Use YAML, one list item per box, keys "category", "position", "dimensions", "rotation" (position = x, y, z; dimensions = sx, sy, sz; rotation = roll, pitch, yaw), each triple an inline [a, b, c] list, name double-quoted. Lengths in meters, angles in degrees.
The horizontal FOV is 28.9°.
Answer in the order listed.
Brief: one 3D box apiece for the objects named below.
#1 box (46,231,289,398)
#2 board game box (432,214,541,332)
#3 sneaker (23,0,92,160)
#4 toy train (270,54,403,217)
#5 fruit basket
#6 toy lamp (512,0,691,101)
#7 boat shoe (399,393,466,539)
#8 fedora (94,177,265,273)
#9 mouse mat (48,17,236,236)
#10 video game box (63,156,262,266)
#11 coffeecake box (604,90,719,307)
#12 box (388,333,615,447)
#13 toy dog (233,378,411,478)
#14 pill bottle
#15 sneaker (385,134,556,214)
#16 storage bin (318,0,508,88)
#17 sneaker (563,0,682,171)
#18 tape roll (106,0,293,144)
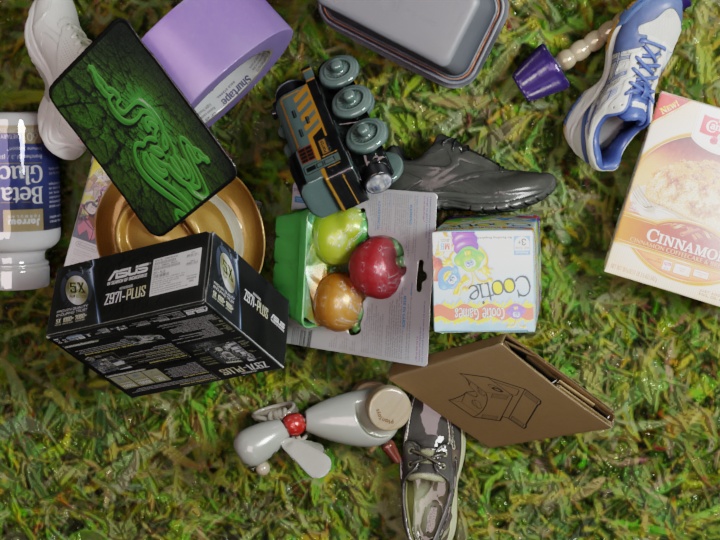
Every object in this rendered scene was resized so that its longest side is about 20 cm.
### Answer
- category: "box"
  position: [-0.202, 0.051, 1.484]
  dimensions: [0.200, 0.164, 0.086]
  rotation: [-13, 56, 24]
- category: "board game box"
  position: [0.136, -0.001, 1.474]
  dimensions: [0.105, 0.200, 0.103]
  rotation: [-1, 97, 9]
- category: "sneaker"
  position: [-0.311, -0.229, 1.556]
  dimensions: [0.099, 0.078, 0.200]
  rotation: [-20, 77, 31]
- category: "toy train"
  position: [-0.030, -0.148, 1.503]
  dimensions: [0.114, 0.085, 0.200]
  rotation: [-24, 51, 3]
- category: "fruit basket"
  position: [0.000, 0.000, 1.522]
  dimensions: [0.200, 0.094, 0.186]
  rotation: [6, 96, 32]
- category: "toy lamp"
  position: [0.255, -0.251, 1.500]
  dimensions: [0.200, 0.058, 0.058]
  rotation: [-33, 91, 9]
- category: "boat shoe"
  position: [0.080, 0.226, 1.579]
  dimensions: [0.072, 0.066, 0.201]
  rotation: [2, 97, 11]
- category: "fedora"
  position: [-0.206, -0.034, 1.537]
  dimensions: [0.200, 0.082, 0.201]
  rotation: [1, 98, 7]
- category: "mouse mat"
  position: [-0.228, -0.144, 1.440]
  dimensions: [0.161, 0.008, 0.200]
  rotation: [-33, 96, 41]
- category: "video game box"
  position: [-0.234, -0.023, 1.609]
  dimensions: [0.200, 0.047, 0.183]
  rotation: [19, 102, 6]
- category: "coffeecake box"
  position: [0.364, -0.075, 1.494]
  dimensions: [0.153, 0.073, 0.200]
  rotation: [17, 99, 7]
- category: "box"
  position: [0.146, 0.132, 1.483]
  dimensions: [0.163, 0.200, 0.021]
  rotation: [35, 61, -23]
- category: "toy dog"
  position: [-0.031, 0.191, 1.560]
  dimensions: [0.200, 0.132, 0.097]
  rotation: [-16, 96, 11]
- category: "pill bottle"
  position: [-0.399, -0.081, 1.594]
  dimensions: [0.111, 0.111, 0.200]
  rotation: [1, 97, 9]
- category: "sneaker"
  position: [0.114, -0.105, 1.533]
  dimensions: [0.200, 0.076, 0.091]
  rotation: [-1, 90, 7]
- category: "storage bin"
  position: [0.053, -0.293, 1.485]
  dimensions: [0.200, 0.134, 0.146]
  rotation: [28, 100, 4]
- category: "sneaker"
  position: [0.290, -0.194, 1.460]
  dimensions: [0.075, 0.088, 0.200]
  rotation: [11, 120, -23]
- category: "tape roll"
  position: [-0.172, -0.220, 1.496]
  dimensions: [0.200, 0.200, 0.085]
  rotation: [-42, 90, 11]
